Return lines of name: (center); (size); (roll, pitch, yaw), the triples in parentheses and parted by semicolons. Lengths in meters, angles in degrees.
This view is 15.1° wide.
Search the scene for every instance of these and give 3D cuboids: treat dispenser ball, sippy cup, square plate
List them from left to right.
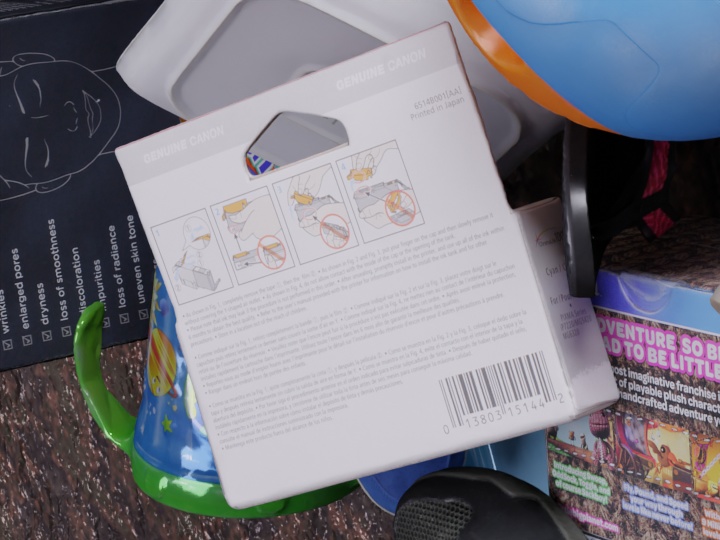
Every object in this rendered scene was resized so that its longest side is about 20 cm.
sippy cup: (-0.061, 0.048, 1.482); (0.140, 0.177, 0.131); (-131, 37, -65)
square plate: (-0.005, -0.087, 1.312); (0.200, 0.198, 0.029); (-42, 25, 60)
treat dispenser ball: (0.124, -0.151, 1.071); (0.201, 0.200, 0.202); (25, 121, 52)

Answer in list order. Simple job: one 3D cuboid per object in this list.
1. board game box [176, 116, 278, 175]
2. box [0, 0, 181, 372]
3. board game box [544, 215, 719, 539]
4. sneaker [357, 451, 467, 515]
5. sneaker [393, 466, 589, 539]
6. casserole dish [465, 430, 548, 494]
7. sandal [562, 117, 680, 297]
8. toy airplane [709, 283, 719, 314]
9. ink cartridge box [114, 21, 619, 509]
board game box: (-0.082, -0.098, 1.558); (0.200, 0.045, 0.153); (-40, 67, 55)
box: (-0.211, -0.050, 1.551); (0.124, 0.196, 0.201); (10, 109, 58)
board game box: (0.165, 0.089, 1.183); (0.159, 0.097, 0.201); (15, 112, 55)
sneaker: (0.011, 0.050, 1.309); (0.076, 0.111, 0.201); (5, 117, 10)
sneaker: (0.052, 0.154, 1.187); (0.199, 0.114, 0.077); (44, 133, 44)
casserole dish: (0.078, 0.082, 1.374); (0.121, 0.039, 0.201); (-24, 81, 57)
sandal: (0.119, -0.049, 1.170); (0.045, 0.200, 0.075); (4, 113, 15)
toy airplane: (0.242, 0.071, 1.009); (0.200, 0.141, 0.199); (51, 157, -18)
ink cartridge box: (0.000, 0.000, 1.205); (0.199, 0.045, 0.177); (-17, 90, 36)
